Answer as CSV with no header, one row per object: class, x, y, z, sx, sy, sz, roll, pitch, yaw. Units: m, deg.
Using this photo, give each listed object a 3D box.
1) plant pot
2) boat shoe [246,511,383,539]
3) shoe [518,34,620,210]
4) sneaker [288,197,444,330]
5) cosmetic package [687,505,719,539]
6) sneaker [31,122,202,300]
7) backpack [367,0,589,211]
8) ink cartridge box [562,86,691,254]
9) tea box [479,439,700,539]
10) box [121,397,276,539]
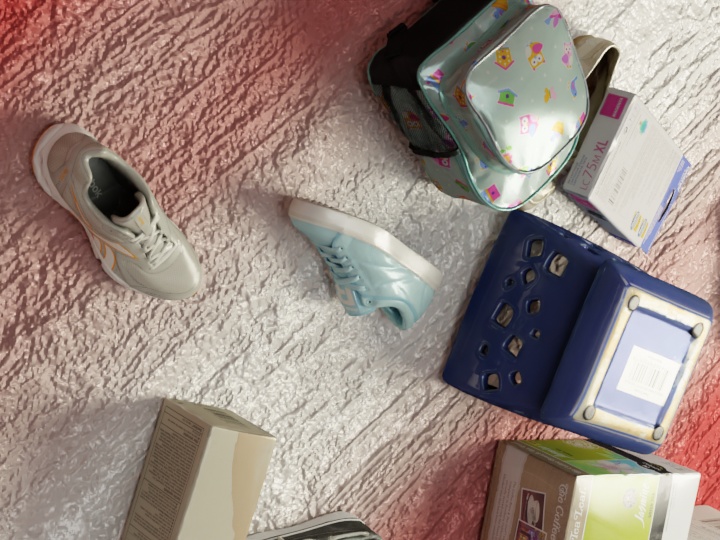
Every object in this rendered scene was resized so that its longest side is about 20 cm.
plant pot,0.234,0.075,1.613,0.199,0.179,0.202,21,93,-39
boat shoe,-0.066,0.296,1.531,0.198,0.068,0.074,-10,108,-33
shoe,0.210,-0.153,1.620,0.070,0.053,0.201,29,85,-37
sneaker,0.000,0.000,1.498,0.199,0.074,0.083,31,81,-36
cosmetic package,0.395,0.401,1.830,0.165,0.167,0.202,1,101,-37
sneaker,-0.196,-0.038,1.334,0.076,0.092,0.200,-51,125,-13
backpack,0.129,-0.160,1.503,0.176,0.153,0.201,-45,130,-24
ink cartridge box,0.288,-0.102,1.675,0.200,0.042,0.120,32,83,-55
tea box,0.244,0.299,1.715,0.195,0.133,0.202,5,99,-37
box,-0.157,0.229,1.433,0.077,0.095,0.202,15,95,-38
